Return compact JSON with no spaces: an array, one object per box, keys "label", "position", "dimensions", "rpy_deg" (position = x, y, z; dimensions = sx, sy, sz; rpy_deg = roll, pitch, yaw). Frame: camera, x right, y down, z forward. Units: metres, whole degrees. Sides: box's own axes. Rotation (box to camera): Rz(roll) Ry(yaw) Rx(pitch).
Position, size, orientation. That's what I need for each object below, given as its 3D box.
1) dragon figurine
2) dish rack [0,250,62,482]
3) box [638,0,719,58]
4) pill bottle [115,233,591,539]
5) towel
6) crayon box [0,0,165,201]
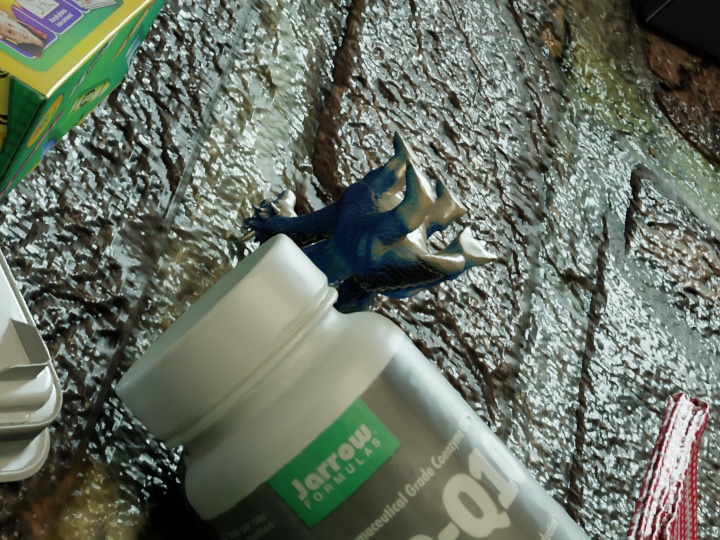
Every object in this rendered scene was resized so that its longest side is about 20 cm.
[{"label":"dragon figurine","position":[0.000,0.000,1.092],"dimensions":[0.059,0.099,0.200],"rpy_deg":[46,7,-22]},{"label":"dish rack","position":[-0.199,-0.001,0.928],"dimensions":[0.200,0.044,0.172],"rpy_deg":[0,58,-52]},{"label":"box","position":[0.270,-0.243,1.724],"dimensions":[0.200,0.123,0.199],"rpy_deg":[20,41,-39]},{"label":"pill bottle","position":[0.001,0.090,1.026],"dimensions":[0.200,0.113,0.113],"rpy_deg":[47,31,-6]},{"label":"towel","position":[0.138,0.154,1.126],"dimensions":[0.200,0.022,0.145],"rpy_deg":[-55,145,-67]},{"label":"crayon box","position":[-0.159,-0.103,1.010],"dimensions":[0.119,0.058,0.200],"rpy_deg":[31,22,-1]}]
